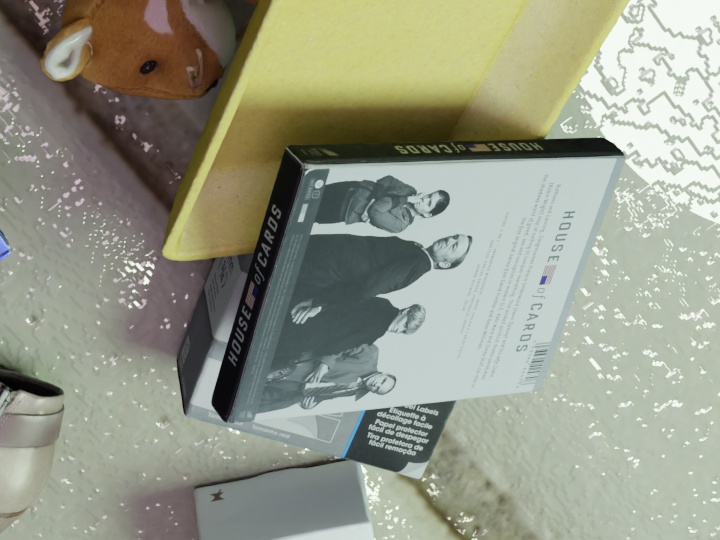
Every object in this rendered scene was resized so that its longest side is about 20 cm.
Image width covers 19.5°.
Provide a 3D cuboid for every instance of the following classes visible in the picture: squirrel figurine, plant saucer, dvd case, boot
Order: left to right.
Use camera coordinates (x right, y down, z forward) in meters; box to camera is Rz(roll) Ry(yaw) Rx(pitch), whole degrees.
[{"bbox_3d":[-0.266,0.084,1.145,0.199,0.070,0.147,27,105,-21],"label":"boot"},{"bbox_3d":[-0.107,-0.183,1.003,0.199,0.142,0.187,31,121,-6],"label":"squirrel figurine"},{"bbox_3d":[0.011,-0.092,1.006,0.198,0.049,0.200,-8,147,-30],"label":"plant saucer"},{"bbox_3d":[0.031,0.004,1.058,0.199,0.025,0.151,-4,125,-35],"label":"dvd case"}]

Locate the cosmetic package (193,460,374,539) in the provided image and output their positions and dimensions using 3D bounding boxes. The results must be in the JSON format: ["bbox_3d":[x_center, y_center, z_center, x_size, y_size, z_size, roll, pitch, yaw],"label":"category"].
[{"bbox_3d":[-0.032,0.220,1.239,0.100,0.071,0.202,-10,118,-2],"label":"cosmetic package"}]

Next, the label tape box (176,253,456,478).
[{"bbox_3d":[0.000,0.000,1.133,0.143,0.063,0.201,16,115,-16],"label":"label tape box"}]

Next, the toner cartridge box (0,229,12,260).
[{"bbox_3d":[-0.265,-0.065,1.019,0.095,0.043,0.201,-35,115,-7],"label":"toner cartridge box"}]
